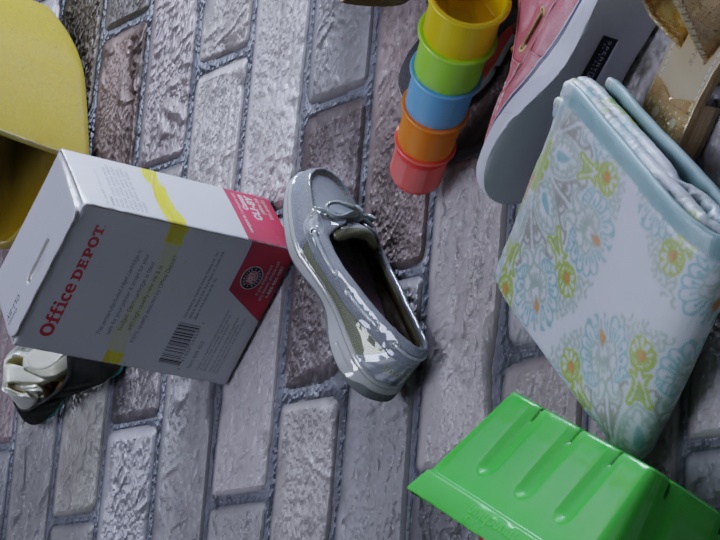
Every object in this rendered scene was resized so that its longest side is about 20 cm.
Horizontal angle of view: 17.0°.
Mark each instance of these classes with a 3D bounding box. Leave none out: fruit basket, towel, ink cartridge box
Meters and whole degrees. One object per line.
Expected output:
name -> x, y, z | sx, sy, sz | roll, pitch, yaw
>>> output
fruit basket -> 0.119, 0.204, 1.475 | 0.215, 0.155, 0.217 | -33, 39, 32
towel -> 0.163, -0.007, 1.532 | 0.200, 0.048, 0.172 | 57, 139, 46
ink cartridge box -> -0.176, -0.002, 1.950 | 0.146, 0.199, 0.084 | -60, 36, 26

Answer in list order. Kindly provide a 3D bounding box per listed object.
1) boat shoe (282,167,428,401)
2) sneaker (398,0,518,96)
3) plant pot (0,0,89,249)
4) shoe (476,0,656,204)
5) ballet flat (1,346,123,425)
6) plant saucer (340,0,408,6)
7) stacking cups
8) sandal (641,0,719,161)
boat shoe -> -0.001, 0.000, 1.797 | 0.065, 0.074, 0.203 | -44, 48, 33
sneaker -> 0.073, -0.190, 1.730 | 0.200, 0.082, 0.077 | -43, 45, 43
plant pot -> -0.386, -0.173, 2.367 | 0.194, 0.195, 0.201 | -38, 42, 46
shoe -> 0.132, -0.146, 1.638 | 0.201, 0.071, 0.091 | -59, 34, 20
ballet flat -> -0.289, 0.090, 2.224 | 0.200, 0.068, 0.068 | -32, 54, 50
plant saucer -> 0.066, -0.254, 1.732 | 0.200, 0.035, 0.200 | -45, 8, 8
stacking cups -> 0.062, -0.128, 1.706 | 0.201, 0.060, 0.061 | 102, 160, -52
sandal -> 0.204, -0.165, 1.523 | 0.078, 0.069, 0.213 | 33, 108, 57
